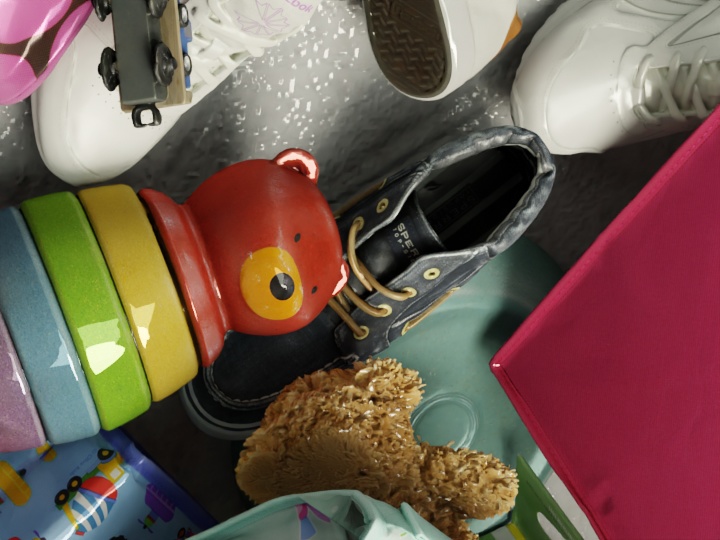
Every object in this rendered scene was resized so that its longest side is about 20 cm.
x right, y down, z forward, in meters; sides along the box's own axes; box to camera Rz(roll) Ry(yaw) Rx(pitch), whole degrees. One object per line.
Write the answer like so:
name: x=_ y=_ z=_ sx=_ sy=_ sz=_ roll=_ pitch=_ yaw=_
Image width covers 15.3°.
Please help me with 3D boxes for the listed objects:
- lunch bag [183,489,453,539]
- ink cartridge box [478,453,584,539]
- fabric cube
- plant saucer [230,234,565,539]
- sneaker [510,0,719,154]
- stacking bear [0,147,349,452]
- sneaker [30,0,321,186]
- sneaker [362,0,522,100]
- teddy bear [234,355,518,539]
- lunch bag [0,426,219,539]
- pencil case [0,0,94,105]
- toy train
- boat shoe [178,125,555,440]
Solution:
lunch bag: x=-0.012 y=0.179 z=1.150 sx=0.200 sy=0.122 sz=0.170 roll=-34 pitch=133 yaw=28
ink cartridge box: x=0.077 y=0.201 z=1.343 sx=0.059 sy=0.104 sz=0.201 roll=-19 pitch=137 yaw=-18
fabric cube: x=0.224 y=0.059 z=1.260 sx=0.199 sy=0.200 sz=0.196 roll=5 pitch=136 yaw=-46
plant saucer: x=0.034 y=0.072 z=1.324 sx=0.199 sy=0.036 sz=0.201 roll=-13 pitch=121 yaw=-23
sneaker: x=0.168 y=-0.100 z=1.265 sx=0.199 sy=0.099 sz=0.078 roll=-21 pitch=118 yaw=-18
stacking bear: x=-0.103 y=0.012 z=1.157 sx=0.199 sy=0.114 sz=0.122 roll=-20 pitch=111 yaw=-8
sneaker: x=-0.070 y=-0.115 z=1.130 sx=0.075 sy=0.100 sz=0.200 roll=26 pitch=104 yaw=-39
sneaker: x=0.033 y=-0.183 z=1.183 sx=0.085 sy=0.073 sz=0.201 roll=-33 pitch=128 yaw=-41
teddy bear: x=0.005 y=0.119 z=1.233 sx=0.145 sy=0.067 sz=0.200 roll=-35 pitch=125 yaw=16
lunch bag: x=-0.131 y=0.161 z=1.262 sx=0.151 sy=0.094 sz=0.200 roll=-45 pitch=139 yaw=-5
pencil case: x=-0.188 y=-0.154 z=1.058 sx=0.094 sy=0.091 sz=0.200 roll=-52 pitch=129 yaw=-3
toy train: x=-0.092 y=-0.158 z=1.088 sx=0.034 sy=0.046 sz=0.201 roll=-5 pitch=88 yaw=17
boat shoe: x=0.000 y=0.000 z=1.224 sx=0.200 sy=0.091 sz=0.071 roll=-39 pitch=89 yaw=-11
